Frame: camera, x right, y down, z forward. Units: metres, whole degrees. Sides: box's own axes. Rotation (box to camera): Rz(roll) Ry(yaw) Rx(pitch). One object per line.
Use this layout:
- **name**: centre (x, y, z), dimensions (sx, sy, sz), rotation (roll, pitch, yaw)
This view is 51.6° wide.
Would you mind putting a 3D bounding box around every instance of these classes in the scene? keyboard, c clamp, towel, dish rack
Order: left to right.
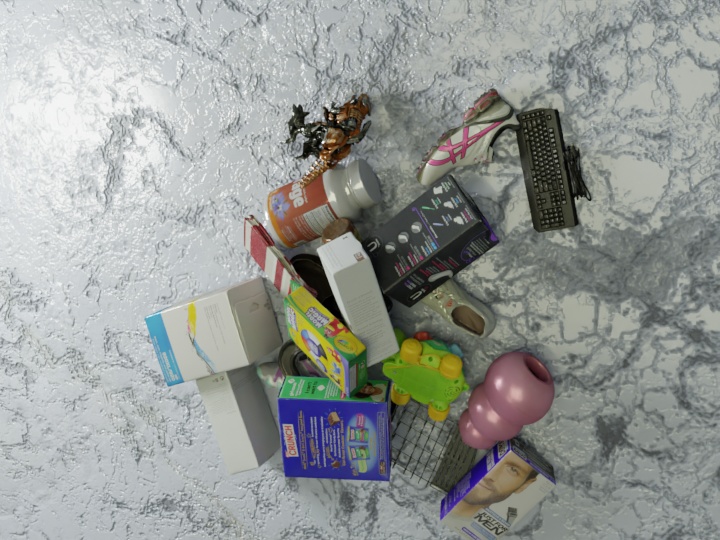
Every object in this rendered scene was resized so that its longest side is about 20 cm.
- **towel**: centre (-0.153, -0.001, 1.392), dimensions (0.023, 0.144, 0.201), rotation (-35, 79, -20)
- **c clamp**: centre (-0.067, 0.189, 1.381), dimensions (0.198, 0.027, 0.173), rotation (-33, 89, 17)
- **dish rack**: centre (0.114, 0.330, 1.393), dimensions (0.197, 0.054, 0.156), rotation (26, 109, 13)
- **keyboard**: centre (0.318, -0.168, 1.232), dimensions (0.102, 0.040, 0.204), rotation (-11, 97, 22)

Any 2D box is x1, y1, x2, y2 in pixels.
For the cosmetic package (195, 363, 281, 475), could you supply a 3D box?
- **cosmetic package**: centre (-0.239, 0.287, 1.483), dimensions (0.080, 0.113, 0.204), rotation (-16, 92, 22)

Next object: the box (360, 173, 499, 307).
- **box**: centre (0.116, -0.046, 1.256), dimensions (0.199, 0.122, 0.107), rotation (-37, 62, 13)

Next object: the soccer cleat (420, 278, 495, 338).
- **soccer cleat**: centre (0.151, 0.050, 1.313), dimensions (0.198, 0.077, 0.070), rotation (33, 109, 12)

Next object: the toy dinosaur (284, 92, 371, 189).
- **toy dinosaur**: centre (-0.057, -0.234, 1.296), dimensions (0.134, 0.200, 0.104), rotation (15, 133, 31)

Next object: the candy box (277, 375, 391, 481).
- **candy box**: centre (-0.043, 0.284, 1.336), dimensions (0.195, 0.077, 0.173), rotation (1, 114, 6)

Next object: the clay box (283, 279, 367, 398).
- **clay box**: centre (-0.069, 0.115, 1.286), dimensions (0.199, 0.047, 0.116), rotation (40, 150, 29)

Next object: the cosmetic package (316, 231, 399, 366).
- **cosmetic package**: centre (-0.003, 0.050, 1.255), dimensions (0.073, 0.102, 0.203), rotation (-25, 122, -6)

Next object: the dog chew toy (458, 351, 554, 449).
- **dog chew toy**: centre (0.245, 0.236, 1.297), dimensions (0.124, 0.124, 0.201), rotation (42, 119, 8)

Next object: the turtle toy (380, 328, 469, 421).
- **turtle toy**: centre (0.105, 0.168, 1.337), dimensions (0.196, 0.101, 0.148), rotation (21, 129, 13)

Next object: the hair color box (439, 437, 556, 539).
- **hair color box**: centre (0.245, 0.403, 1.343), dimensions (0.109, 0.065, 0.201), rotation (36, 109, -6)

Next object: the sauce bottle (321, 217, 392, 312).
- **sauce bottle**: centre (0.000, 0.000, 1.324), dimensions (0.065, 0.067, 0.202), rotation (-18, 124, 21)

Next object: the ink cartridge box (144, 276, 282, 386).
- **ink cartridge box**: centre (-0.281, 0.117, 1.446), dimensions (0.196, 0.147, 0.148), rotation (-16, 95, 22)

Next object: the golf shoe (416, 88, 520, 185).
- **golf shoe**: centre (0.178, -0.206, 1.257), dimensions (0.200, 0.073, 0.092), rotation (-44, 86, 21)

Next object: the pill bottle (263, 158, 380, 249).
- **pill bottle**: centre (-0.068, -0.124, 1.342), dimensions (0.197, 0.112, 0.114), rotation (-22, 93, 22)

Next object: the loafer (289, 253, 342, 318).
- **loafer**: centre (-0.059, 0.039, 1.391), dimensions (0.198, 0.071, 0.074), rotation (34, 110, 11)

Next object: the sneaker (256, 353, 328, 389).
- **sneaker**: centre (-0.098, 0.167, 1.433), dimensions (0.196, 0.078, 0.143), rotation (13, 103, 7)
